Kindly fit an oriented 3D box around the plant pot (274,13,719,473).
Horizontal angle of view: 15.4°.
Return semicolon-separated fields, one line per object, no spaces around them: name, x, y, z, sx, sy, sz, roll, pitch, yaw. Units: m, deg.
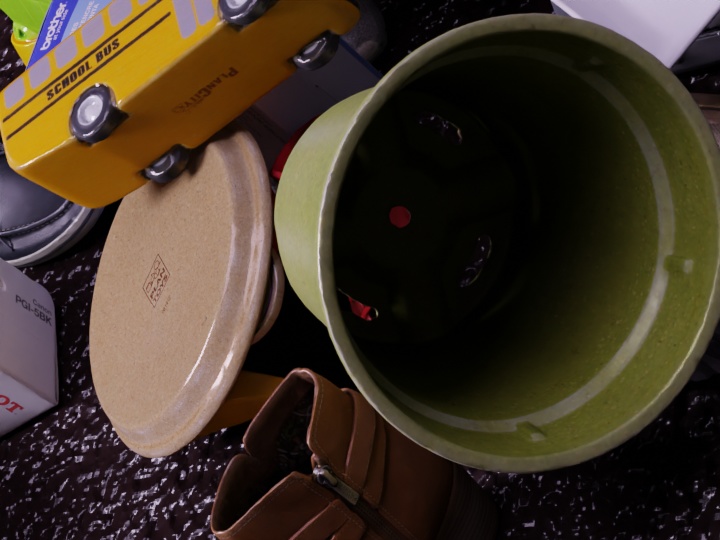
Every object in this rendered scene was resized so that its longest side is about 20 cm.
plant pot;0.047;-0.019;1.248;0.201;0.200;0.184;-57;18;-6

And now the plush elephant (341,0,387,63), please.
plush elephant;0.008;-0.216;1.456;0.165;0.200;0.155;-47;28;-6

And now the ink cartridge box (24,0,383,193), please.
ink cartridge box;-0.100;-0.099;1.523;0.199;0.136;0.077;-4;59;39

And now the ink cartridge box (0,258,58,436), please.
ink cartridge box;-0.299;0.060;1.581;0.199;0.147;0.083;-29;47;24

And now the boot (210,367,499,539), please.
boot;-0.013;0.158;1.260;0.076;0.155;0.201;11;70;44

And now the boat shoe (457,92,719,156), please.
boat shoe;0.142;-0.067;1.344;0.199;0.071;0.065;12;74;35

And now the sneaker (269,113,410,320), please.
sneaker;0.000;0.000;1.385;0.078;0.115;0.201;-37;44;15

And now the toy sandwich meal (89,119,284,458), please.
toy sandwich meal;-0.083;0.015;1.439;0.205;0.070;0.207;-33;50;50

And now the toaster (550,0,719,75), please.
toaster;0.183;-0.196;1.364;0.128;0.114;0.201;-3;62;35

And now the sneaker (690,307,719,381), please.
sneaker;0.176;0.007;1.257;0.199;0.075;0.083;-4;62;40

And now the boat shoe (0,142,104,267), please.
boat shoe;-0.237;-0.047;1.664;0.199;0.062;0.075;2;62;40

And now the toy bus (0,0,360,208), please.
toy bus;-0.096;-0.110;1.386;0.199;0.065;0.079;-35;50;24

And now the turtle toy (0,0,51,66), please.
turtle toy;-0.194;-0.204;1.690;0.101;0.146;0.199;-43;38;-21

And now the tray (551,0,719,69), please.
tray;0.177;-0.189;1.278;0.200;0.022;0.107;-50;51;5
